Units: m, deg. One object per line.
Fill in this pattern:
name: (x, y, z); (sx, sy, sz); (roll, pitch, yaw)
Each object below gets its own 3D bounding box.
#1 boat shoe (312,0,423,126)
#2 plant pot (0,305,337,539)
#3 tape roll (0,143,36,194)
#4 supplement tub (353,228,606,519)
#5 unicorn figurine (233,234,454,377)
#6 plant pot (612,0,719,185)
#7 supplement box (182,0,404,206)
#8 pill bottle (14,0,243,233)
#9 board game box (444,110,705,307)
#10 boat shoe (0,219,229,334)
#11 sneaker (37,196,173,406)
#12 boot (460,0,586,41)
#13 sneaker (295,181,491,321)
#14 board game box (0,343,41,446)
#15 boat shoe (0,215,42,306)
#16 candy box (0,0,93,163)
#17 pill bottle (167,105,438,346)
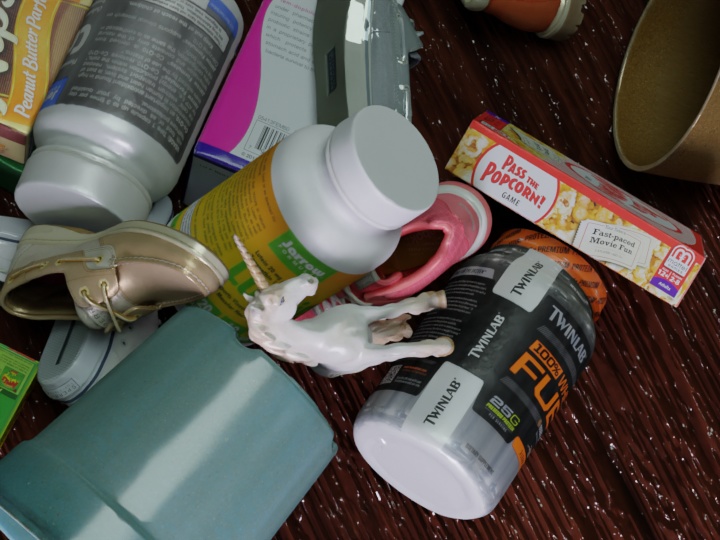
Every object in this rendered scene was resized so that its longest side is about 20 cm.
boat shoe: (0.009, -0.161, 1.662); (0.071, 0.070, 0.201); (12, 64, -26)
plant pot: (-0.132, 0.142, 1.525); (0.200, 0.200, 0.196); (40, 74, 7)
tape roll: (-0.221, -0.148, 1.726); (0.200, 0.048, 0.201); (4, 67, -9)
supplement tub: (0.093, 0.074, 1.652); (0.122, 0.123, 0.200); (33, 66, 4)
unicorn figurine: (-0.008, 0.040, 1.522); (0.137, 0.200, 0.074); (-7, 67, -2)
plant pot: (0.332, -0.139, 1.768); (0.199, 0.186, 0.187); (17, 65, -17)
supplement box: (-0.051, -0.134, 1.723); (0.101, 0.103, 0.200); (23, 67, 0)
pill bottle: (-0.171, -0.120, 1.636); (0.113, 0.114, 0.200); (22, 65, -1)
board game box: (0.166, -0.050, 1.703); (0.200, 0.152, 0.046); (31, 100, 2)
boat shoe: (-0.176, 0.012, 1.559); (0.074, 0.200, 0.069); (49, 56, -34)
sneaker: (-0.179, 0.028, 1.657); (0.071, 0.073, 0.200); (47, 47, -32)
boot: (0.122, -0.291, 1.823); (0.107, 0.075, 0.201); (8, 66, -25)
sneaker: (0.000, 0.000, 1.642); (0.200, 0.087, 0.074); (-32, 92, 19)
board game box: (-0.342, 0.071, 1.601); (0.200, 0.048, 0.102); (27, 61, -3)
boat shoe: (-0.315, -0.009, 1.636); (0.199, 0.074, 0.067); (4, 64, -10)
candy box: (-0.264, -0.193, 1.681); (0.115, 0.055, 0.200); (22, 66, 0)
pill bottle: (-0.042, -0.034, 1.576); (0.111, 0.200, 0.111); (27, 47, -33)
